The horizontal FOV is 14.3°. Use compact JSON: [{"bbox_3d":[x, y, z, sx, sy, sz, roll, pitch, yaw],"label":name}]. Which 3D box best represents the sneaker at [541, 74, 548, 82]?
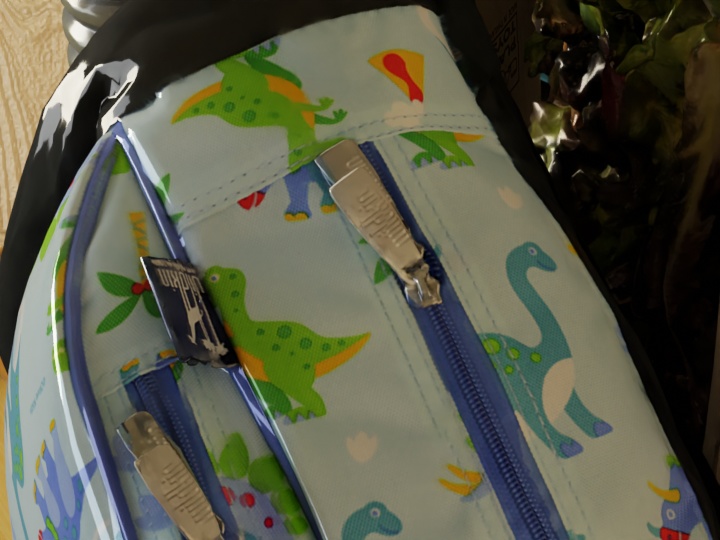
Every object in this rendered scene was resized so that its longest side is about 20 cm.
[{"bbox_3d":[0.042,0.014,0.753,0.081,0.076,0.201,81,-166,-51],"label":"sneaker"}]

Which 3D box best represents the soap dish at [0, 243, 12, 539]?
[{"bbox_3d":[-0.070,0.091,0.899,0.200,0.081,0.157,54,140,16],"label":"soap dish"}]

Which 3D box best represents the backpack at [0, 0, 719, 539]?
[{"bbox_3d":[0.004,0.060,0.506,0.200,0.153,0.163,51,152,21],"label":"backpack"}]

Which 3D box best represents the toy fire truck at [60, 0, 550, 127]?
[{"bbox_3d":[-0.059,-0.058,0.652,0.129,0.199,0.177,-52,-33,-47],"label":"toy fire truck"}]

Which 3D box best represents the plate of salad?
[{"bbox_3d":[0.053,-0.035,0.576,0.200,0.048,0.201,180,90,-88],"label":"plate of salad"}]
